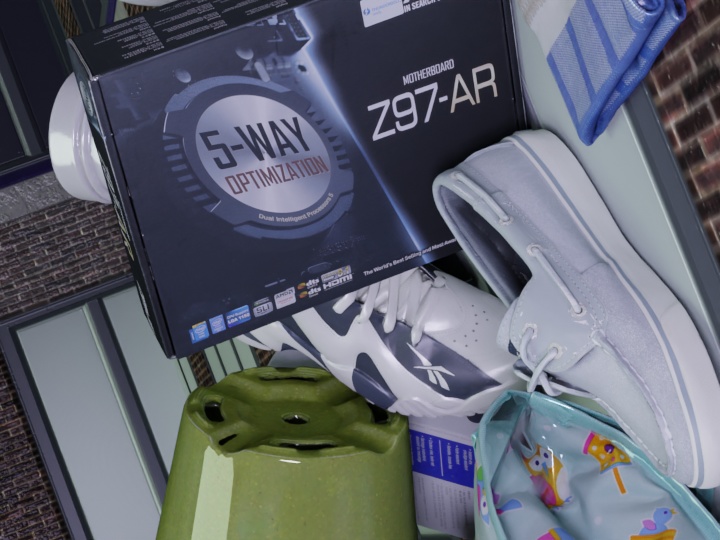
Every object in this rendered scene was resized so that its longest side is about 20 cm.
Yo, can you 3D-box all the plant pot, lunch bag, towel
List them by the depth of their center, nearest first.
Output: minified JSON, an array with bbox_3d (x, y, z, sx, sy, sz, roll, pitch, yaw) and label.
[{"bbox_3d":[0.065,-0.161,0.768,0.147,0.024,0.201,113,136,-74],"label":"towel"},{"bbox_3d":[0.114,0.167,0.864,0.200,0.121,0.171,55,163,32],"label":"lunch bag"},{"bbox_3d":[-0.042,0.161,1.045,0.200,0.198,0.191,-134,44,-62],"label":"plant pot"}]

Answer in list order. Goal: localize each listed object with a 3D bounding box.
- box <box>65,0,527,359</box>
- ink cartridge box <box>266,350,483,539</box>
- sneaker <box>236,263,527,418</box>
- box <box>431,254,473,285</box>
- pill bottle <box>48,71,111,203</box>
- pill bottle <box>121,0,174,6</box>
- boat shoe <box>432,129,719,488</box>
[{"bbox_3d":[-0.021,-0.064,0.892,0.044,0.199,0.161,-126,20,-51],"label":"box"},{"bbox_3d":[0.040,0.109,1.112,0.199,0.039,0.100,16,140,20],"label":"ink cartridge box"},{"bbox_3d":[0.000,0.000,0.991,0.198,0.080,0.130,23,154,25],"label":"sneaker"},{"bbox_3d":[0.000,0.001,1.202,0.142,0.078,0.200,85,160,-46],"label":"box"},{"bbox_3d":[-0.079,-0.074,1.118,0.199,0.109,0.109,7,128,27],"label":"pill bottle"},{"bbox_3d":[-0.121,-0.255,1.151,0.201,0.111,0.113,-89,-10,-50],"label":"pill bottle"},{"bbox_3d":[0.091,0.022,0.835,0.070,0.071,0.201,84,162,-51],"label":"boat shoe"}]
